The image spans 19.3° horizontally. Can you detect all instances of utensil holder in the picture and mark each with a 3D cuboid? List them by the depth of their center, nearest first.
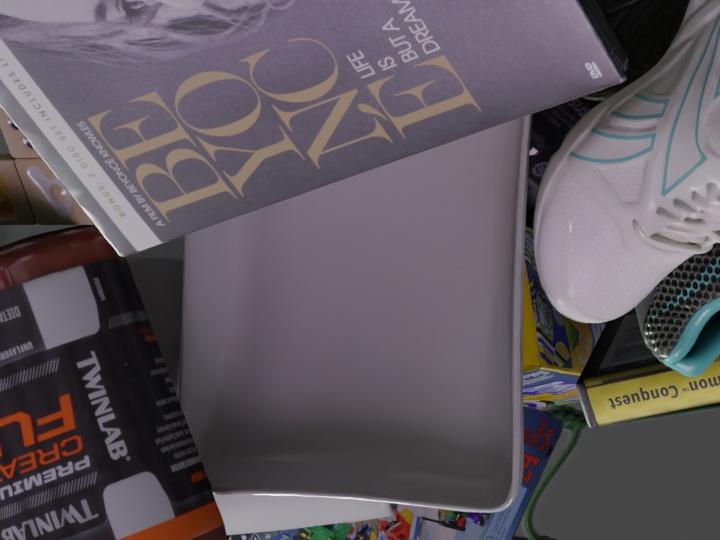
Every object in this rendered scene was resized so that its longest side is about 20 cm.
[{"bbox_3d":[-0.086,0.053,1.057,0.200,0.170,0.170,-5,147,6],"label":"utensil holder"}]

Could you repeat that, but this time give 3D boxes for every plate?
[{"bbox_3d":[0.000,0.000,0.916,0.200,0.200,0.032,-2,174,42],"label":"plate"}]

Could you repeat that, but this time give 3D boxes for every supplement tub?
[{"bbox_3d":[-0.123,0.088,0.923,0.107,0.200,0.107,-21,176,-1],"label":"supplement tub"}]

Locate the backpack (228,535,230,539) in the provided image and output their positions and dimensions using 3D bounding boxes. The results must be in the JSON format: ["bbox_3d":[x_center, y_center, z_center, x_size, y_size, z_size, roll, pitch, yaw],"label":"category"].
[{"bbox_3d":[-0.035,0.138,1.219,0.200,0.167,0.127,0,166,-4],"label":"backpack"}]

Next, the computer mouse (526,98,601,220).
[{"bbox_3d":[0.089,-0.081,0.959,0.200,0.053,0.138,-30,135,21],"label":"computer mouse"}]

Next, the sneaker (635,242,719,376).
[{"bbox_3d":[0.199,-0.007,0.869,0.200,0.091,0.078,-17,151,29],"label":"sneaker"}]

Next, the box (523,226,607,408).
[{"bbox_3d":[0.083,0.026,1.033,0.064,0.070,0.200,-12,170,19],"label":"box"}]

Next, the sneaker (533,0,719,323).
[{"bbox_3d":[0.131,-0.043,0.808,0.070,0.080,0.200,8,132,-30],"label":"sneaker"}]

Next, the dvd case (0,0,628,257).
[{"bbox_3d":[-0.037,-0.086,0.672,0.200,0.016,0.149,-18,126,27],"label":"dvd case"}]

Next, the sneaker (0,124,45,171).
[{"bbox_3d":[-0.131,-0.093,0.908,0.075,0.087,0.200,-4,146,11],"label":"sneaker"}]

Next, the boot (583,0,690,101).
[{"bbox_3d":[0.199,-0.083,0.902,0.182,0.073,0.200,-30,140,14],"label":"boot"}]

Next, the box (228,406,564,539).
[{"bbox_3d":[0.006,0.144,1.130,0.136,0.200,0.038,24,167,7],"label":"box"}]

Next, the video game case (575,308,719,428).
[{"bbox_3d":[0.206,0.010,0.984,0.180,0.200,0.026,-14,104,21],"label":"video game case"}]

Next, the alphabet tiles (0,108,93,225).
[{"bbox_3d":[-0.218,-0.090,0.904,0.200,0.008,0.167,-1,123,27],"label":"alphabet tiles"}]
